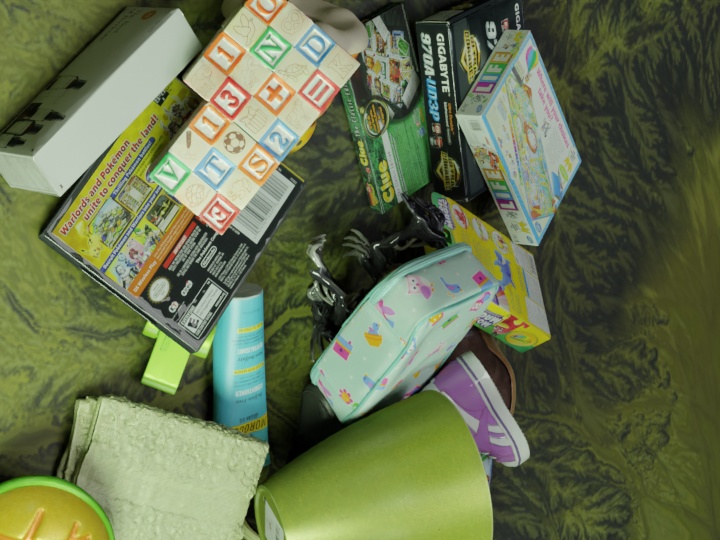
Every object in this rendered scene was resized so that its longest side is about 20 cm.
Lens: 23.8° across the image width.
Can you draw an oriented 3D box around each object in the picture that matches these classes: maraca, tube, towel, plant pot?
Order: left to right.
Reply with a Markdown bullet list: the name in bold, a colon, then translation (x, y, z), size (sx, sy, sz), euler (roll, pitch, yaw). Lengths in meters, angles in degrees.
- **maraca**: translation (-0.282, 0.267, 1.542), size (0.136, 0.107, 0.202), euler (-20, 121, -1)
- **towel**: translation (-0.193, 0.203, 1.633), size (0.198, 0.036, 0.150), euler (16, 93, -23)
- **tube**: translation (-0.122, 0.114, 1.723), size (0.077, 0.050, 0.203), euler (-14, 114, -35)
- **plant pot**: translation (0.002, 0.233, 1.699), size (0.198, 0.187, 0.190), euler (-12, 109, -22)

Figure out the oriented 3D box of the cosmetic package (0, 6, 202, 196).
- **cosmetic package**: translation (-0.236, -0.154, 1.518), size (0.200, 0.082, 0.051), euler (-51, 130, -26)

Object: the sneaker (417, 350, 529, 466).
- **sneaker**: translation (0.109, 0.174, 1.863), size (0.114, 0.073, 0.201), euler (-38, 137, -3)

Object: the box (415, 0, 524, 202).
- **box**: translation (0.130, -0.196, 1.887), size (0.158, 0.046, 0.203), euler (-31, 120, -49)

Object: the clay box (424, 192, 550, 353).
- **clay box**: translation (0.130, 0.002, 1.880), size (0.199, 0.047, 0.116), euler (30, 41, -44)

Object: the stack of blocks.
- **stack of blocks**: translation (-0.108, -0.148, 1.543), size (0.115, 0.059, 0.201), euler (38, 95, -12)

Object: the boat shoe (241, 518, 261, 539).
- **boat shoe**: translation (-0.132, 0.283, 1.730), size (0.063, 0.073, 0.201), euler (-47, 126, -19)

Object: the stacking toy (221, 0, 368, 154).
- **stacking toy**: translation (-0.081, -0.163, 1.666), size (0.145, 0.146, 0.202), euler (-10, 123, -43)

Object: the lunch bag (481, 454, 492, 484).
- **lunch bag**: translation (0.069, 0.265, 1.926), size (0.159, 0.075, 0.203), euler (-4, 102, -42)

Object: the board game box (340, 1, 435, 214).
- **board game box**: translation (0.029, -0.173, 1.824), size (0.104, 0.023, 0.202), euler (-34, 121, -38)

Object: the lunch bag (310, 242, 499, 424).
- **lunch bag**: translation (0.045, 0.064, 1.734), size (0.160, 0.077, 0.200), euler (-25, 159, -46)

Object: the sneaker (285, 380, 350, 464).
- **sneaker**: translation (-0.046, 0.215, 1.796), size (0.079, 0.075, 0.203), euler (-15, 109, -40)

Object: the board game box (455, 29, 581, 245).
- **board game box**: translation (0.179, -0.146, 1.895), size (0.135, 0.034, 0.201), euler (-58, 138, -31)

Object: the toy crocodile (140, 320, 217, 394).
- **toy crocodile**: translation (-0.164, 0.019, 1.648), size (0.067, 0.062, 0.203), euler (16, 89, -7)

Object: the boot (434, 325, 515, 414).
- **boot**: translation (0.095, 0.106, 1.912), size (0.165, 0.072, 0.203), euler (-18, 100, -48)

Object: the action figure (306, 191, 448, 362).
- **action figure**: translation (0.000, 0.000, 1.778), size (0.200, 0.102, 0.119), euler (-43, 171, 18)

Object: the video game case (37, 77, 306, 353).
- **video game case**: translation (-0.171, -0.057, 1.592), size (0.180, 0.025, 0.201), euler (38, 70, -15)
